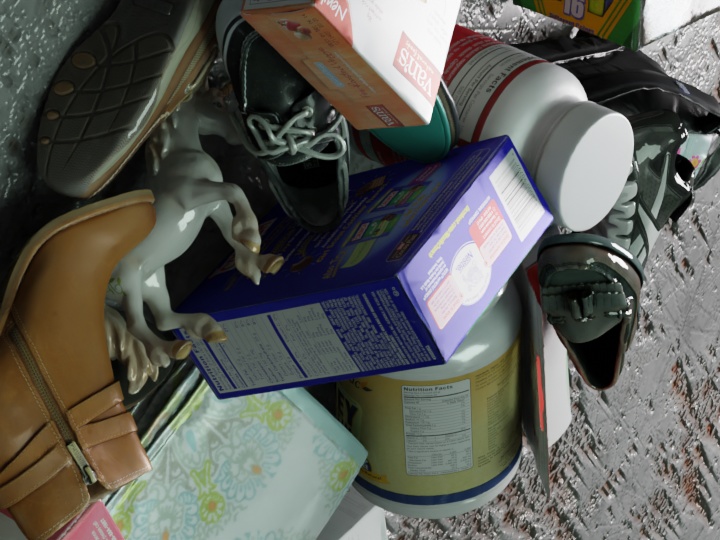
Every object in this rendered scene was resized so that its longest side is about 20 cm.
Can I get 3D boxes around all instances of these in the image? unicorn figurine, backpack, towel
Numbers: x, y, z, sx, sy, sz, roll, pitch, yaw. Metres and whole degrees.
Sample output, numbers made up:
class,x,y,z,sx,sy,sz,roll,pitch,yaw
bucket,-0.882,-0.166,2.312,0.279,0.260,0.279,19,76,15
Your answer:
class,x,y,z,sx,sy,sz,roll,pitch,yaw
unicorn figurine,-0.112,-0.032,1.382,0.200,0.137,0.074,-44,154,-3
backpack,0.171,-0.107,1.679,0.199,0.167,0.127,-6,122,-45
towel,-0.096,0.145,1.535,0.172,0.048,0.200,-54,130,-12

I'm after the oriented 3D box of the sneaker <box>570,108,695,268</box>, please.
class,x,y,z,sx,sy,sz,roll,pitch,yaw
sneaker,0.205,-0.045,1.606,0.090,0.067,0.201,-22,143,-14

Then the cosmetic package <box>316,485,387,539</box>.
class,x,y,z,sx,sy,sz,roll,pitch,yaw
cosmetic package,-0.016,0.269,1.760,0.083,0.050,0.201,-41,140,-34

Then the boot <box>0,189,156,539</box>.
class,x,y,z,sx,sy,sz,roll,pitch,yaw
boot,-0.168,0.056,1.316,0.200,0.155,0.074,-37,179,-21

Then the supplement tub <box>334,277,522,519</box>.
class,x,y,z,sx,sy,sz,roll,pitch,yaw
supplement tub,0.049,0.068,1.632,0.144,0.144,0.201,-36,137,-36

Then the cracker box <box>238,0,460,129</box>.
class,x,y,z,sx,sy,sz,roll,pitch,yaw
cracker box,0.010,-0.202,1.295,0.134,0.057,0.201,41,57,-48

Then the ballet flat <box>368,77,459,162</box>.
class,x,y,z,sx,sy,sz,roll,pitch,yaw
ballet flat,0.003,-0.148,1.386,0.200,0.073,0.073,41,77,-39

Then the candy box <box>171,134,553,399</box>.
class,x,y,z,sx,sy,sz,roll,pitch,yaw
candy box,0.000,0.000,1.437,0.169,0.199,0.077,-50,119,-44

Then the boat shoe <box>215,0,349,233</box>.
class,x,y,z,sx,sy,sz,roll,pitch,yaw
boat shoe,-0.043,-0.094,1.343,0.073,0.068,0.200,-8,146,0

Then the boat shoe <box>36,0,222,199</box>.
class,x,y,z,sx,sy,sz,roll,pitch,yaw
boat shoe,-0.123,-0.126,1.334,0.201,0.076,0.072,-58,148,-7

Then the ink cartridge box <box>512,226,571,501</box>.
class,x,y,z,sx,sy,sz,roll,pitch,yaw
ink cartridge box,0.141,0.056,1.657,0.050,0.200,0.162,-8,114,-5

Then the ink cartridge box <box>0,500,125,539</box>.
class,x,y,z,sx,sy,sz,roll,pitch,yaw
ink cartridge box,-0.235,0.240,1.412,0.200,0.083,0.147,-48,144,-23

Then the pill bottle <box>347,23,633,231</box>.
class,x,y,z,sx,sy,sz,roll,pitch,yaw
pill bottle,0.084,-0.102,1.515,0.112,0.199,0.113,-32,136,-38

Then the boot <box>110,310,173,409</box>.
class,x,y,z,sx,sy,sz,roll,pitch,yaw
boot,-0.202,0.087,1.393,0.200,0.074,0.076,-30,163,-45

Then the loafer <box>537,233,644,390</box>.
class,x,y,z,sx,sy,sz,roll,pitch,yaw
loafer,0.167,0.031,1.550,0.200,0.071,0.063,53,39,-67

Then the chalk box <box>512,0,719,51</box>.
class,x,y,z,sx,sy,sz,roll,pitch,yaw
chalk box,0.200,-0.287,1.624,0.125,0.124,0.201,-27,131,-41
